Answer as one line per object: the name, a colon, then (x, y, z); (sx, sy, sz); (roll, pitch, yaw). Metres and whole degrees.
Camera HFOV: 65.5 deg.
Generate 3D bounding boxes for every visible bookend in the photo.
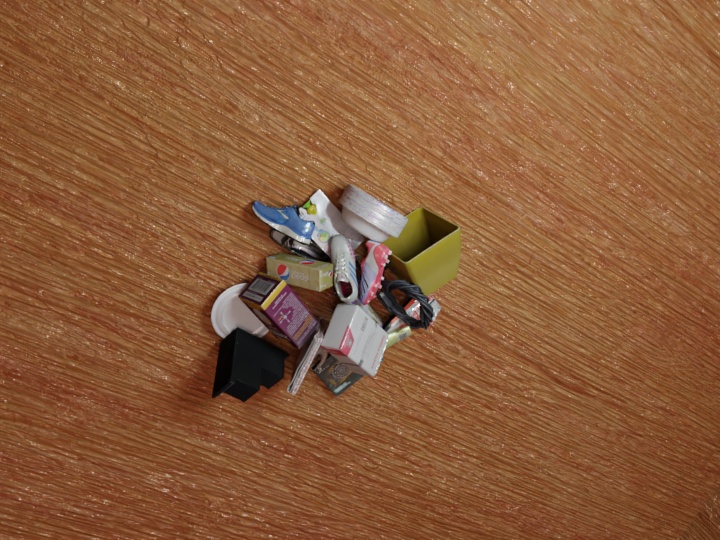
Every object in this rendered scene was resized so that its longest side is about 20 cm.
bookend: (-0.314, 0.302, 1.634); (0.200, 0.199, 0.092); (33, 122, -31)

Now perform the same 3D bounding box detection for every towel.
towel: (-0.162, 0.253, 1.685); (0.032, 0.191, 0.201); (26, 100, -6)

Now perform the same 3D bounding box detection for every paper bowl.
paper bowl: (0.027, -0.154, 1.593); (0.200, 0.201, 0.105); (28, 99, -20)

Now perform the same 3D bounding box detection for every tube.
tube: (0.066, 0.225, 1.792); (0.199, 0.058, 0.052); (-25, 150, -15)

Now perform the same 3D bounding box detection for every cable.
cable: (0.144, 0.098, 1.647); (0.200, 0.163, 0.051); (49, 52, -16)

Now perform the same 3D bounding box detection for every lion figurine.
lion figurine: (-0.096, 0.227, 1.750); (0.200, 0.123, 0.073); (-39, 101, 17)

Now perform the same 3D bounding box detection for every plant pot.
plant pot: (0.182, -0.042, 1.670); (0.200, 0.200, 0.177); (-33, 126, -14)

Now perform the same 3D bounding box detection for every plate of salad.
plate of salad: (-0.346, 0.125, 1.673); (0.199, 0.048, 0.201); (-10, 118, -19)

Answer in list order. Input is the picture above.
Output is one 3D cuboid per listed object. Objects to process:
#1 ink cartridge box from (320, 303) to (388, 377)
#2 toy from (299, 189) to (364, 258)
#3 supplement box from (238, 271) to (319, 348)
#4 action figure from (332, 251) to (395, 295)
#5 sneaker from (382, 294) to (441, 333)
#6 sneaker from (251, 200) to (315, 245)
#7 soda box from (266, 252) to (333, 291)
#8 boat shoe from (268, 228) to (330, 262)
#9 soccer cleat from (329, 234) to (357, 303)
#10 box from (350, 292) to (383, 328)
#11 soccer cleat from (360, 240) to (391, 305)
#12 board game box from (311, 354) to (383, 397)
ink cartridge box: (-0.012, 0.207, 1.658); (0.200, 0.085, 0.146); (45, 58, -43)
toy: (-0.097, -0.126, 1.652); (0.115, 0.047, 0.200); (-45, 105, -7)
supplement box: (-0.235, 0.114, 1.616); (0.103, 0.131, 0.200); (-52, 128, -22)
action figure: (0.000, 0.000, 1.678); (0.199, 0.102, 0.119); (-20, 137, 10)
sneaker: (0.167, 0.153, 1.770); (0.201, 0.067, 0.108); (-44, 95, -16)
sneaker: (-0.215, -0.151, 1.582); (0.199, 0.079, 0.089); (28, 86, 7)
soda box: (-0.175, 0.003, 1.601); (0.064, 0.199, 0.068); (-24, 120, -52)
boat shoe: (-0.173, -0.077, 1.646); (0.199, 0.057, 0.067); (25, 100, -20)
soccer cleat: (-0.048, -0.006, 1.589); (0.070, 0.086, 0.201); (-13, 88, 14)
box: (0.013, 0.125, 1.722); (0.039, 0.042, 0.200); (-25, 137, 12)
soccer cleat: (0.028, 0.007, 1.598); (0.076, 0.067, 0.201); (30, 123, 17)
board game box: (-0.040, 0.303, 1.817); (0.200, 0.028, 0.135); (-37, 113, -1)
